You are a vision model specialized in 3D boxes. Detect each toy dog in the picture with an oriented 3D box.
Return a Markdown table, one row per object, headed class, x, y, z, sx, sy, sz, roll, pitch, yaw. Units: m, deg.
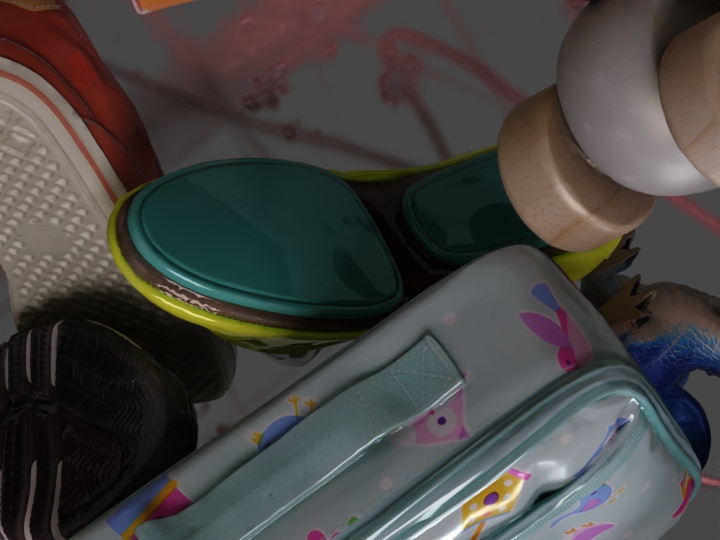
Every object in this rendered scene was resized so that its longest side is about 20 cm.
| class | x | y | z | sx | sy | sz | roll | pitch | yaw |
| --- | --- | --- | --- | --- | --- | --- | --- | --- | --- |
| toy dog | 0.111 | -0.080 | 0.768 | 0.132 | 0.200 | 0.096 | -23 | 94 | 25 |

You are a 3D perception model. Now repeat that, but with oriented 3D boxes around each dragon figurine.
| class | x | y | z | sx | sy | sz | roll | pitch | yaw |
| --- | --- | --- | --- | --- | --- | --- | --- | --- | --- |
| dragon figurine | 0.087 | 0.049 | 0.907 | 0.200 | 0.059 | 0.099 | -35 | 125 | 16 |

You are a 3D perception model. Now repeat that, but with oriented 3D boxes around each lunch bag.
| class | x | y | z | sx | sy | sz | roll | pitch | yaw |
| --- | --- | --- | --- | --- | --- | --- | --- | --- | --- |
| lunch bag | 0.003 | 0.085 | 0.781 | 0.200 | 0.077 | 0.160 | -37 | 156 | 1 |

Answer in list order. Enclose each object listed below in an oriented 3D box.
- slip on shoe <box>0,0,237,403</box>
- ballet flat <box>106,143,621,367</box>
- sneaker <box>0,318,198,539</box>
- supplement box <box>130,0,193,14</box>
| class | x | y | z | sx | sy | sz | roll | pitch | yaw |
| --- | --- | --- | --- | --- | --- | --- | --- | --- | --- |
| slip on shoe | -0.086 | -0.018 | 0.826 | 0.074 | 0.061 | 0.200 | -2 | 144 | 20 |
| ballet flat | 0.000 | 0.000 | 0.821 | 0.200 | 0.067 | 0.067 | -9 | 151 | -37 |
| sneaker | -0.078 | 0.068 | 0.860 | 0.115 | 0.076 | 0.200 | 12 | 164 | -32 |
| supplement box | 0.022 | -0.137 | 0.746 | 0.200 | 0.067 | 0.069 | -14 | 129 | 2 |
